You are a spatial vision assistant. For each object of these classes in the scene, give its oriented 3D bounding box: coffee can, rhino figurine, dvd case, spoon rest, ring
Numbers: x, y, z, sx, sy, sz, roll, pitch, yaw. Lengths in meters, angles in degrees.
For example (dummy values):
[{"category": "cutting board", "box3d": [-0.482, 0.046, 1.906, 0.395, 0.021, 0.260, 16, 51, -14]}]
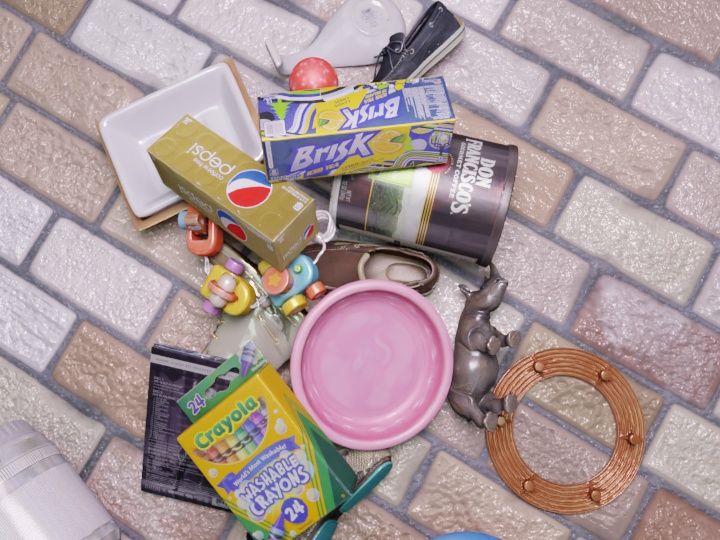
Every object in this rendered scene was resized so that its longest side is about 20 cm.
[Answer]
[{"category": "coffee can", "box3d": [0.074, -0.099, 0.765, 0.197, 0.146, 0.149, 14, 84, 5]}, {"category": "rhino figurine", "box3d": [0.147, 0.088, 0.773, 0.059, 0.087, 0.203, 10, 81, -29]}, {"category": "dvd case", "box3d": [-0.190, 0.196, 0.770, 0.146, 0.016, 0.203, 11, 108, 5]}, {"category": "spoon rest", "box3d": [-0.031, -0.310, 0.849, 0.198, 0.061, 0.101, -23, 84, -14]}, {"category": "ring", "box3d": [0.254, 0.197, 0.784, 0.197, 0.019, 0.204, 0, 82, 3]}]

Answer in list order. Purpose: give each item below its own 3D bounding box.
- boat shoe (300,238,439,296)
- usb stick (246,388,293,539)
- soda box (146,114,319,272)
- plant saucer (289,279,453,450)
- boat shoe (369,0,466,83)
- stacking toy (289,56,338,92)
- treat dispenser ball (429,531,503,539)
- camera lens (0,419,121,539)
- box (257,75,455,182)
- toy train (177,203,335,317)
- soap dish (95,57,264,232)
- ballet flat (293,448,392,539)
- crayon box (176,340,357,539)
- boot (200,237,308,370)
[{"category": "boat shoe", "box3d": [0.000, -0.006, 0.793, 0.199, 0.075, 0.076, 0, 83, 3]}, {"category": "usb stick", "box3d": [-0.097, 0.243, 0.780, 0.032, 0.055, 0.203, 19, 83, -26]}, {"category": "soda box", "box3d": [-0.142, -0.089, 0.706, 0.199, 0.064, 0.068, 34, 68, 20]}, {"category": "plant saucer", "box3d": [0.012, 0.111, 0.765, 0.197, 0.051, 0.204, -1, 93, -12]}, {"category": "boat shoe", "box3d": [0.051, -0.271, 0.819, 0.200, 0.074, 0.062, -44, 112, -8]}, {"category": "stacking toy", "box3d": [-0.048, -0.186, 0.752, 0.084, 0.200, 0.087, 0, 77, -1]}, {"category": "treat dispenser ball", "box3d": [0.119, 0.388, 0.675, 0.197, 0.201, 0.204, 0, 83, 3]}, {"category": "camera lens", "box3d": [-0.392, 0.299, 0.733, 0.160, 0.160, 0.200, -43, 83, -3]}, {"category": "box", "box3d": [-0.006, -0.147, 0.664, 0.197, 0.070, 0.065, -7, 60, -6]}, {"category": "toy train", "box3d": [-0.132, -0.021, 0.730, 0.197, 0.056, 0.153, 4, 86, 17]}, {"category": "soap dish", "box3d": [-0.221, -0.159, 0.821, 0.198, 0.081, 0.159, -25, 82, 0]}, {"category": "ballet flat", "box3d": [-0.044, 0.284, 0.773, 0.075, 0.068, 0.201, 34, 80, 28]}, {"category": "crayon box", "box3d": [-0.113, 0.199, 0.712, 0.125, 0.052, 0.201, -38, 90, 11]}, {"category": "boot", "box3d": [-0.170, 0.062, 0.798, 0.200, 0.072, 0.155, 41, 89, 7]}]
